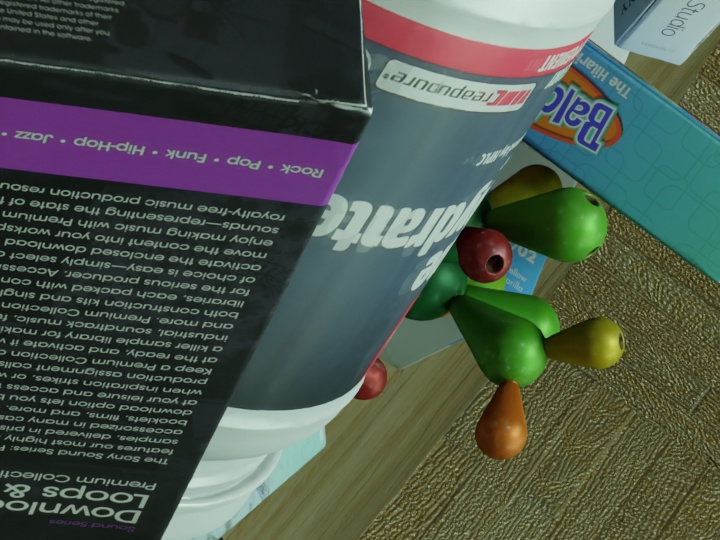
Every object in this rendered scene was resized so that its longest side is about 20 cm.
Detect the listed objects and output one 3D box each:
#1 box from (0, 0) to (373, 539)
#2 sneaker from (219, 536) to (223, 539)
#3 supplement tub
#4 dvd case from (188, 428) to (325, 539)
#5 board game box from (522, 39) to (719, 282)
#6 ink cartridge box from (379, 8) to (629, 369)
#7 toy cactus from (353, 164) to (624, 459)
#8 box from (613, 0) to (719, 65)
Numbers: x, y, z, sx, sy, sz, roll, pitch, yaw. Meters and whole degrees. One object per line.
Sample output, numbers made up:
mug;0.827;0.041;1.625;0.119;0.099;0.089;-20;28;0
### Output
box;-0.093;0.001;0.580;0.200;0.143;0.036;118;-26;-52
sneaker;-0.114;0.117;1.037;0.200;0.073;0.082;6;82;-65
supplement tub;-0.036;-0.042;0.707;0.200;0.140;0.140;-57;172;28
dvd case;-0.056;0.025;1.067;0.200;0.022;0.146;-31;117;-70
board game box;0.072;-0.072;1.039;0.045;0.200;0.152;-54;173;7
ink cartridge box;0.053;-0.068;1.187;0.115;0.068;0.200;-27;-145;59
toy cactus;0.000;0.000;1.014;0.200;0.165;0.102;-13;-131;61
box;0.145;-0.202;1.081;0.144;0.036;0.200;130;-34;-55
